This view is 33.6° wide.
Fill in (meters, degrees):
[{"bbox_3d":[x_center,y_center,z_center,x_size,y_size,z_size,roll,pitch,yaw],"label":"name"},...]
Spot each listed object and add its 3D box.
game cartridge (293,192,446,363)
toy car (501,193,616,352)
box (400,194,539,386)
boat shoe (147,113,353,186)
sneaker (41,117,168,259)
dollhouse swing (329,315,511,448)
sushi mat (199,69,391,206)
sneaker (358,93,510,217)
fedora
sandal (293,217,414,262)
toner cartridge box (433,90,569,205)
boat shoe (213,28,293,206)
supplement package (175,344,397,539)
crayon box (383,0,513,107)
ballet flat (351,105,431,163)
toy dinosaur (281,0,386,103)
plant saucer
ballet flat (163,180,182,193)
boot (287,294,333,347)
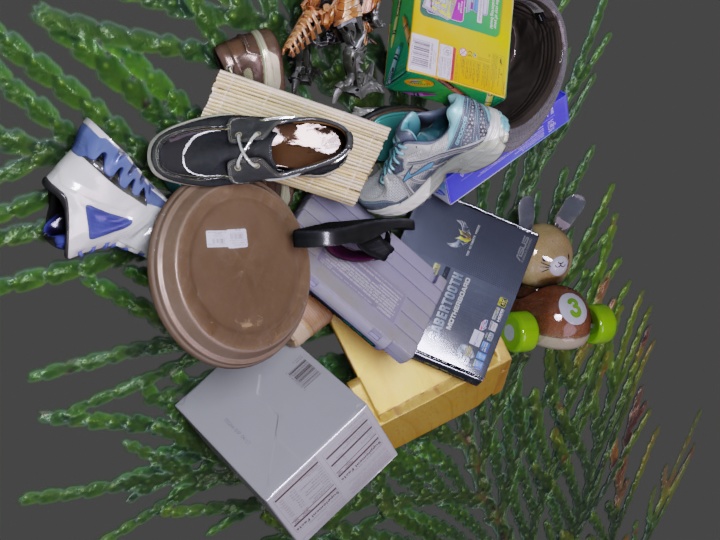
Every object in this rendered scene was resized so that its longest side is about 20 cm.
[{"bbox_3d":[0.000,0.000,1.351,0.200,0.038,0.130,41,54,-16],"label":"game cartridge"},{"bbox_3d":[0.255,-0.004,1.625,0.163,0.158,0.201,-4,108,-29],"label":"toy car"},{"bbox_3d":[0.109,0.018,1.452,0.051,0.157,0.201,105,9,-75],"label":"box"},{"bbox_3d":[-0.106,-0.120,1.159,0.199,0.068,0.072,-4,91,-17],"label":"boat shoe"},{"bbox_3d":[-0.249,-0.049,1.187,0.115,0.081,0.200,-43,132,-5],"label":"sneaker"},{"bbox_3d":[0.060,0.101,1.530,0.199,0.176,0.182,-27,159,-10],"label":"dollhouse swing"},{"bbox_3d":[-0.072,-0.132,1.220,0.199,0.012,0.096,16,110,-25],"label":"sushi mat"},{"bbox_3d":[0.060,-0.131,1.282,0.086,0.078,0.200,31,134,-34],"label":"sneaker"},{"bbox_3d":[0.151,-0.240,1.387,0.177,0.090,0.201,44,70,-37],"label":"fedora"},{"bbox_3d":[-0.007,-0.029,1.278,0.200,0.075,0.048,-13,100,-58],"label":"sandal"},{"bbox_3d":[0.150,-0.166,1.449,0.200,0.095,0.043,-35,135,-19],"label":"toner cartridge box"},{"bbox_3d":[-0.118,-0.150,1.244,0.074,0.075,0.203,-15,121,-18],"label":"boat shoe"},{"bbox_3d":[-0.087,0.185,1.388,0.156,0.200,0.111,-42,137,-13],"label":"supplement package"},{"bbox_3d":[0.097,-0.280,1.258,0.118,0.058,0.201,11,77,-23],"label":"crayon box"},{"bbox_3d":[-0.005,-0.150,1.337,0.199,0.068,0.068,-22,132,-32],"label":"ballet flat"},{"bbox_3d":[-0.032,-0.251,1.218,0.199,0.102,0.136,-22,129,-40],"label":"toy dinosaur"},{"bbox_3d":[-0.123,-0.002,1.200,0.199,0.029,0.201,6,81,-41],"label":"plant saucer"},{"bbox_3d":[-0.134,-0.043,1.250,0.075,0.068,0.201,-35,107,-20],"label":"ballet flat"},{"bbox_3d":[-0.074,-0.031,1.373,0.167,0.072,0.200,-52,128,-27],"label":"boot"}]
